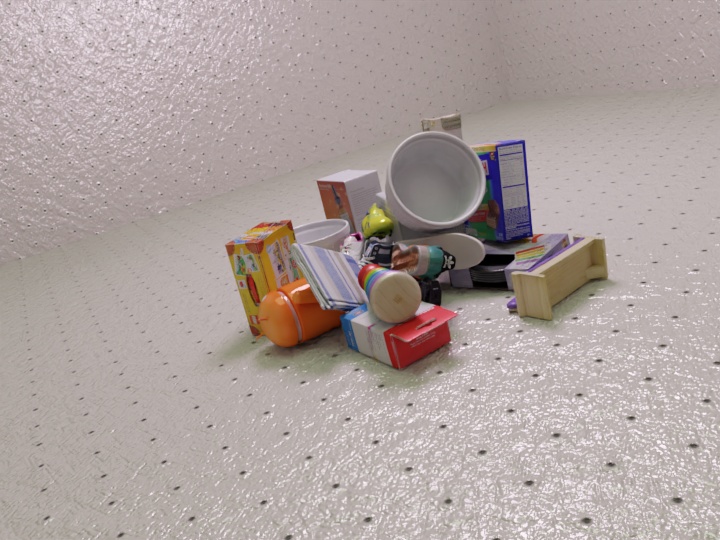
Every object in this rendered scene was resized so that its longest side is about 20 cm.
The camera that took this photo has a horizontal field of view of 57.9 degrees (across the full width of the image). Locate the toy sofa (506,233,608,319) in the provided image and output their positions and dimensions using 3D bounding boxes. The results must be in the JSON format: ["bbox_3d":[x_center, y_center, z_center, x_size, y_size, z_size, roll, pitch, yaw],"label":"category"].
[{"bbox_3d":[0.347,0.006,1.163,0.200,0.083,0.098,-27,23,-33],"label":"toy sofa"}]

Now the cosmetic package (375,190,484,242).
[{"bbox_3d":[0.164,-0.119,1.538,0.200,0.165,0.165,-17,18,-9],"label":"cosmetic package"}]

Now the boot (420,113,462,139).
[{"bbox_3d":[0.148,-0.256,1.442,0.200,0.155,0.072,-20,20,-18],"label":"boot"}]

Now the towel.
[{"bbox_3d":[-0.042,0.019,1.220,0.024,0.147,0.200,-41,-24,22],"label":"towel"}]

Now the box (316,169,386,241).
[{"bbox_3d":[-0.016,-0.159,1.736,0.106,0.200,0.152,-24,20,-27],"label":"box"}]

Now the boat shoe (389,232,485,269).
[{"bbox_3d":[0.166,-0.041,1.323,0.200,0.075,0.093,2,7,29],"label":"boat shoe"}]

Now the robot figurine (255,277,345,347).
[{"bbox_3d":[-0.109,0.074,1.248,0.200,0.117,0.144,-23,20,-25],"label":"robot figurine"}]

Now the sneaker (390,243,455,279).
[{"bbox_3d":[0.113,-0.013,1.217,0.080,0.072,0.200,6,1,-14],"label":"sneaker"}]

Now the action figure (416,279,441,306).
[{"bbox_3d":[0.096,0.037,1.285,0.130,0.069,0.200,-21,17,-10],"label":"action figure"}]

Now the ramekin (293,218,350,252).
[{"bbox_3d":[-0.114,-0.049,1.637,0.200,0.105,0.200,-12,19,4],"label":"ramekin"}]

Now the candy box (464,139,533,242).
[{"bbox_3d":[0.280,-0.170,1.376,0.077,0.200,0.169,-11,11,-18],"label":"candy box"}]

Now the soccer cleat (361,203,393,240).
[{"bbox_3d":[0.033,-0.111,1.473,0.065,0.084,0.200,-6,1,-5],"label":"soccer cleat"}]

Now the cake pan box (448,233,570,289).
[{"bbox_3d":[0.302,-0.019,1.323,0.184,0.052,0.200,0,23,44],"label":"cake pan box"}]

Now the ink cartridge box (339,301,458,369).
[{"bbox_3d":[0.069,0.102,1.110,0.116,0.067,0.200,-25,21,-27],"label":"ink cartridge box"}]

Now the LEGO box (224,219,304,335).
[{"bbox_3d":[-0.185,0.012,1.357,0.077,0.200,0.149,-4,20,26],"label":"LEGO box"}]

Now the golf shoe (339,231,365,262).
[{"bbox_3d":[-0.030,-0.024,1.510,0.075,0.092,0.200,-18,15,28],"label":"golf shoe"}]

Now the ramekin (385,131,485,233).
[{"bbox_3d":[0.145,-0.170,1.331,0.200,0.200,0.105,-18,-10,-13],"label":"ramekin"}]

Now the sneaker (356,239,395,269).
[{"bbox_3d":[0.000,0.000,1.399,0.200,0.109,0.070,-20,18,-16],"label":"sneaker"}]

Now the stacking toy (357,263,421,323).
[{"bbox_3d":[0.040,0.029,1.135,0.085,0.086,0.200,-17,12,-8],"label":"stacking toy"}]
